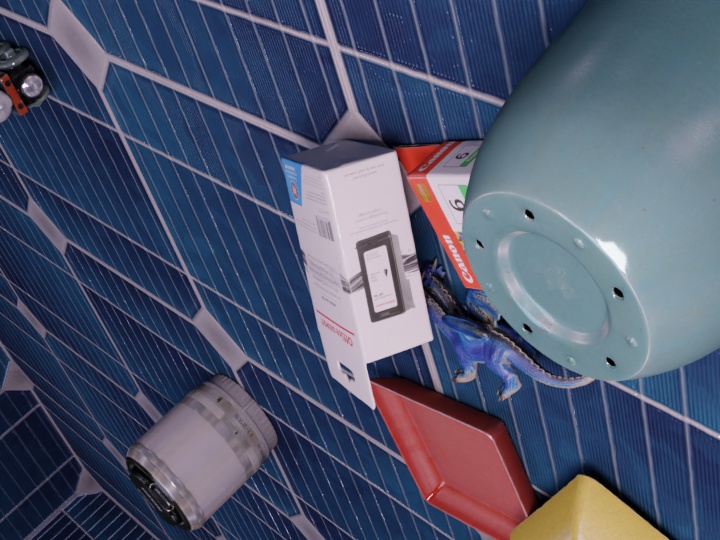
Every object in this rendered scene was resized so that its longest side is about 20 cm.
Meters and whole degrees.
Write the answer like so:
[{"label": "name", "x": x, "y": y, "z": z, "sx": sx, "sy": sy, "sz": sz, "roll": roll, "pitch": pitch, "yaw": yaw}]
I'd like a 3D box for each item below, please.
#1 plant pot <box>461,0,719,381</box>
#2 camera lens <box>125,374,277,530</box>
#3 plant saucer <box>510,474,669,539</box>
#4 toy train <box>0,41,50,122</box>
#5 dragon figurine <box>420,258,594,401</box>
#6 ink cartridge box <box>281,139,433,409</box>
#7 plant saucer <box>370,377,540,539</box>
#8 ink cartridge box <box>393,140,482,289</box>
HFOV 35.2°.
[{"label": "plant pot", "x": 0.150, "y": -0.039, "z": 0.621, "sx": 0.200, "sy": 0.161, "sz": 0.202, "roll": 39, "pitch": 155, "yaw": 22}, {"label": "camera lens", "x": -0.244, "y": 0.278, "z": 1.720, "sx": 0.159, "sy": 0.200, "sz": 0.161, "roll": 37, "pitch": 154, "yaw": 22}, {"label": "plant saucer", "x": 0.239, "y": 0.301, "z": 1.066, "sx": 0.199, "sy": 0.049, "sz": 0.201, "roll": 39, "pitch": 148, "yaw": 8}, {"label": "toy train", "x": -0.489, "y": -0.241, "z": 1.477, "sx": 0.199, "sy": 0.114, "sz": 0.086, "roll": 24, "pitch": 148, "yaw": 44}, {"label": "dragon figurine", "x": 0.105, "y": 0.050, "z": 0.955, "sx": 0.199, "sy": 0.059, "sz": 0.100, "roll": 18, "pitch": 142, "yaw": 52}, {"label": "ink cartridge box", "x": 0.000, "y": 0.000, "z": 0.953, "sx": 0.116, "sy": 0.067, "sz": 0.203, "roll": -152, "pitch": 48, "yaw": -66}, {"label": "plant saucer", "x": 0.111, "y": 0.203, "z": 1.203, "sx": 0.199, "sy": 0.037, "sz": 0.201, "roll": 19, "pitch": 143, "yaw": 50}, {"label": "ink cartridge box", "x": 0.092, "y": -0.040, "z": 0.856, "sx": 0.199, "sy": 0.050, "sz": 0.110, "roll": 7, "pitch": 133, "yaw": 56}]
